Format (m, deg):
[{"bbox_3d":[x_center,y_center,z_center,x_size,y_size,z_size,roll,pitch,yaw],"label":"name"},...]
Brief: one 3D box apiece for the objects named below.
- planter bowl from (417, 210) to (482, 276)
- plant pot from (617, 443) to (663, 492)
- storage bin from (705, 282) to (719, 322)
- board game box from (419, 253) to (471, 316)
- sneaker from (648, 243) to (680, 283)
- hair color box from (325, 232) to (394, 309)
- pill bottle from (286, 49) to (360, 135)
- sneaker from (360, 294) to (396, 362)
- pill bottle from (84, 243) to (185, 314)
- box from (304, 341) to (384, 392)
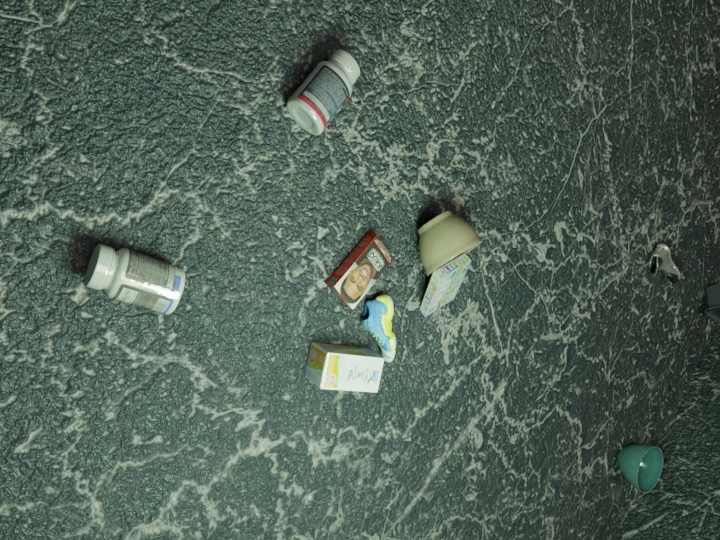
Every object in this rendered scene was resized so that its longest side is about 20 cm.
[{"bbox_3d":[0.254,-0.094,1.793,0.197,0.200,0.137,-28,83,-26],"label":"planter bowl"},{"bbox_3d":[1.219,0.850,2.603,0.195,0.133,0.208,-6,102,-31],"label":"plant pot"},{"bbox_3d":[1.738,0.154,2.841,0.196,0.144,0.139,22,59,-33],"label":"storage bin"},{"bbox_3d":[0.261,0.048,1.828,0.132,0.034,0.203,-28,152,-27],"label":"board game box"},{"bbox_3d":[1.308,-0.006,2.564,0.115,0.075,0.203,-37,106,-16],"label":"sneaker"},{"bbox_3d":[0.000,0.000,1.705,0.201,0.061,0.102,-50,121,-16],"label":"hair color box"},{"bbox_3d":[-0.090,-0.467,1.532,0.120,0.118,0.202,45,75,-30],"label":"pill bottle"},{"bbox_3d":[0.048,0.177,1.769,0.102,0.075,0.208,-5,94,-19],"label":"sneaker"},{"bbox_3d":[-0.511,0.018,1.341,0.196,0.113,0.117,23,86,-34],"label":"pill bottle"},{"bbox_3d":[-0.046,0.277,1.689,0.195,0.111,0.105,11,94,-33],"label":"box"}]
